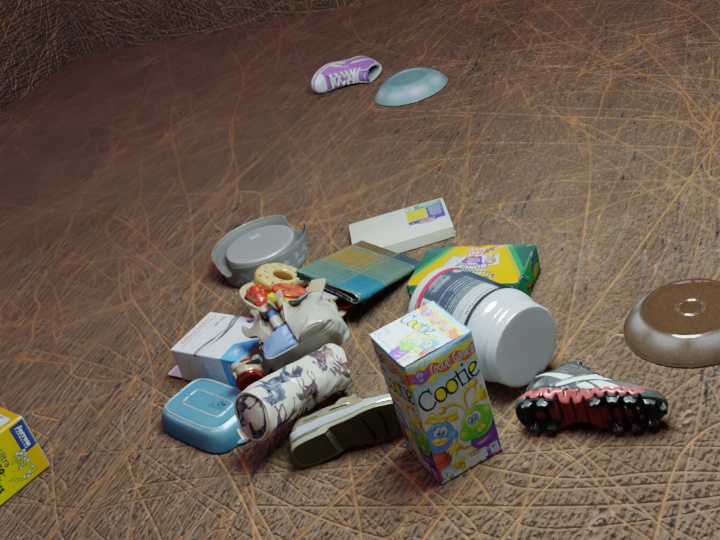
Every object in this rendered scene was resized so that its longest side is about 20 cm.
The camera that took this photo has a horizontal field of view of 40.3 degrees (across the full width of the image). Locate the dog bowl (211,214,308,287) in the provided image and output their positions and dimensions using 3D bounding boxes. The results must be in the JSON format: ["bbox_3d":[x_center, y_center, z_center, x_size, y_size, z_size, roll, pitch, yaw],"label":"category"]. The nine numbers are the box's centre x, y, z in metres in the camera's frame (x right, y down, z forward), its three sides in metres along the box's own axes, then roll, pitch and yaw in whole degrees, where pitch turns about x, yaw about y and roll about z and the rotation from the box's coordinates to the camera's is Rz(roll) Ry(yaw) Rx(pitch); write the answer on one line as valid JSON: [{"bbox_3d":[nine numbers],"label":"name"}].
[{"bbox_3d":[-0.195,-0.036,1.965,0.199,0.059,0.200,-13,29,8],"label":"dog bowl"}]

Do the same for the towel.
[{"bbox_3d":[0.000,0.000,1.756,0.146,0.022,0.200,22,30,30],"label":"towel"}]

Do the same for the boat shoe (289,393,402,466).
[{"bbox_3d":[-0.010,0.213,1.416,0.199,0.075,0.068,-19,34,1],"label":"boat shoe"}]

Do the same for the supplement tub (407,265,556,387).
[{"bbox_3d":[0.178,0.082,1.465,0.140,0.141,0.200,-32,32,-24],"label":"supplement tub"}]

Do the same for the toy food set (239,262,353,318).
[{"bbox_3d":[-0.112,0.045,1.717,0.197,0.049,0.200,15,17,13],"label":"toy food set"}]

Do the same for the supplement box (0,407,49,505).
[{"bbox_3d":[-0.616,0.317,1.546,0.109,0.110,0.200,12,42,42],"label":"supplement box"}]

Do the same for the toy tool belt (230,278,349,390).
[{"bbox_3d":[-0.125,0.099,1.579,0.199,0.125,0.123,-30,49,4],"label":"toy tool belt"}]

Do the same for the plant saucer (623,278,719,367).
[{"bbox_3d":[0.483,0.065,1.430,0.199,0.037,0.201,-13,29,7],"label":"plant saucer"}]

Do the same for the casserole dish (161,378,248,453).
[{"bbox_3d":[-0.238,0.224,1.565,0.199,0.039,0.121,13,42,42],"label":"casserole dish"}]

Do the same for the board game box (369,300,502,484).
[{"bbox_3d":[0.102,0.162,1.309,0.103,0.201,0.105,-26,29,-15],"label":"board game box"}]

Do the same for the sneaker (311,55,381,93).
[{"bbox_3d":[-0.034,-0.544,2.733,0.200,0.073,0.114,-29,34,-19],"label":"sneaker"}]

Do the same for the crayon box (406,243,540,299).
[{"bbox_3d":[0.192,0.013,1.660,0.199,0.058,0.119,-2,33,27],"label":"crayon box"}]

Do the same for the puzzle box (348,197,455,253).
[{"bbox_3d":[0.079,-0.077,1.913,0.199,0.026,0.133,-16,29,4],"label":"puzzle box"}]

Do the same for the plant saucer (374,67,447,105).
[{"bbox_3d":[0.129,-0.494,2.585,0.200,0.039,0.201,-14,29,8],"label":"plant saucer"}]

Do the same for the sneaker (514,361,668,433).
[{"bbox_3d":[0.311,0.165,1.318,0.200,0.071,0.098,-4,34,26],"label":"sneaker"}]

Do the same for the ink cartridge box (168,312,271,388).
[{"bbox_3d":[-0.241,0.135,1.687,0.199,0.067,0.116,5,37,35],"label":"ink cartridge box"}]

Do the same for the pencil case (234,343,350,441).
[{"bbox_3d":[-0.101,0.184,1.469,0.078,0.090,0.200,35,39,26],"label":"pencil case"}]
